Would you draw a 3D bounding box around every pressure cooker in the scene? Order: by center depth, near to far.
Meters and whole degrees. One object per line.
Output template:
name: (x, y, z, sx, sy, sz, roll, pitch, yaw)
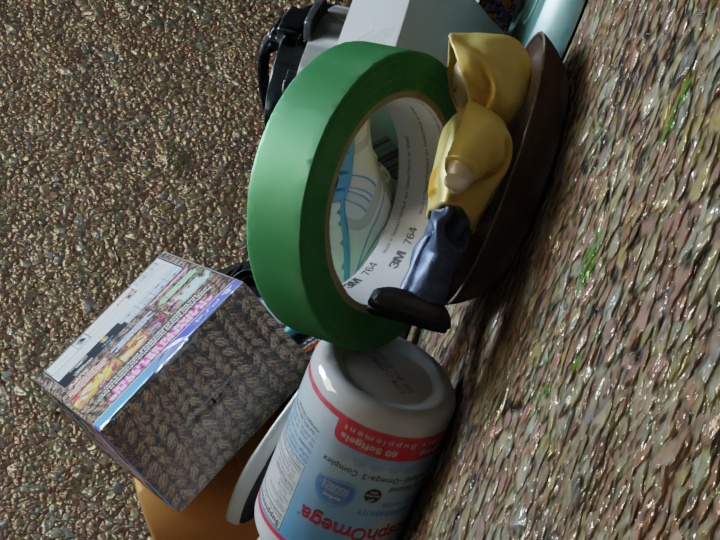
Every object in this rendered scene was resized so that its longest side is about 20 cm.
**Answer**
pressure cooker: (-0.008, -0.165, 1.562, 0.178, 0.198, 0.178, -11, -64, -73)

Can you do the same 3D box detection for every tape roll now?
tape roll: (0.004, -0.050, 1.075, 0.200, 0.048, 0.203, -27, -56, -47)

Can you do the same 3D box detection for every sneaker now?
sneaker: (0.002, -0.057, 1.169, 0.075, 0.086, 0.202, -122, 28, -47)
sneaker: (-0.019, 0.136, 1.235, 0.201, 0.099, 0.071, -54, 0, 8)

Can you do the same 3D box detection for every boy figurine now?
boy figurine: (0.061, -0.062, 1.043, 0.124, 0.064, 0.202, 91, -165, -86)

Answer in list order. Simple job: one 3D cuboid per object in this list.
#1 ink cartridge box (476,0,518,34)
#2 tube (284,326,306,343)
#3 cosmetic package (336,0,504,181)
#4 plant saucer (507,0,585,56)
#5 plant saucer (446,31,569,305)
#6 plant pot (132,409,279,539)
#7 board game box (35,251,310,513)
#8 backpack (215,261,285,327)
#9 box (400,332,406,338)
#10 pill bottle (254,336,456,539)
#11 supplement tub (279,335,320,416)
ink cartridge box: (0.117, -0.216, 1.394, 0.201, 0.050, 0.110, 116, 176, -58)
tube: (0.000, 0.000, 1.425, 0.200, 0.050, 0.077, -44, -17, 1)
cosmetic package: (0.039, -0.148, 1.249, 0.081, 0.113, 0.201, -24, 32, 33)
plant saucer: (0.148, -0.217, 1.244, 0.200, 0.027, 0.202, -161, 90, -85)
plant saucer: (0.104, -0.067, 1.126, 0.200, 0.032, 0.202, -160, 90, -84)
plant pot: (-0.114, 0.187, 1.412, 0.200, 0.139, 0.202, -21, -90, -87)
board game box: (-0.156, 0.085, 1.314, 0.160, 0.097, 0.200, -46, 23, -13)
backpack: (-0.082, 0.053, 1.827, 0.200, 0.188, 0.156, -111, 25, -83)
box: (-0.004, 0.040, 1.527, 0.075, 0.099, 0.202, -99, 29, -80)
pill bottle: (-0.013, 0.150, 1.148, 0.109, 0.108, 0.202, -80, 10, -62)
supplement tub: (-0.017, 0.106, 1.373, 0.200, 0.106, 0.108, -106, 35, -81)
